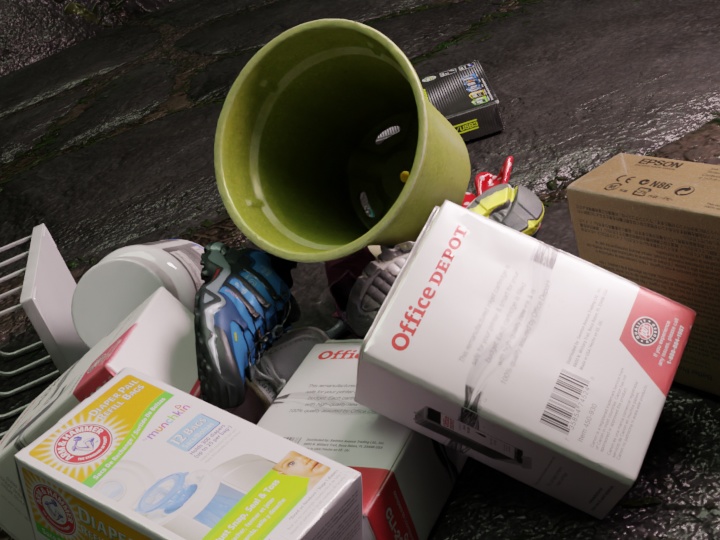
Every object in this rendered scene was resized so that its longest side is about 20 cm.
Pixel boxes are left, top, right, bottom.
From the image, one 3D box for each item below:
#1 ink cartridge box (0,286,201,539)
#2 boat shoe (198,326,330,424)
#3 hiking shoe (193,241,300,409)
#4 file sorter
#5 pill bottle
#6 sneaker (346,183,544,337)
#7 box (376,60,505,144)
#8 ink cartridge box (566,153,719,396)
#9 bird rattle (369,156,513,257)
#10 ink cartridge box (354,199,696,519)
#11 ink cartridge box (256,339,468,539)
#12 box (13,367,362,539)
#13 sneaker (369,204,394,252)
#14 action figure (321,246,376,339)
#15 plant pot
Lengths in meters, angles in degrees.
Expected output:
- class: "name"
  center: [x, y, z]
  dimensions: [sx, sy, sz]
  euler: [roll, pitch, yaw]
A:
- class: "ink cartridge box"
  center: [-0.226, 0.125, 0.965]
  dimensions: [0.200, 0.085, 0.146]
  euler: [-41, 12, 24]
- class: "boat shoe"
  center: [-0.104, 0.121, 0.969]
  dimensions: [0.202, 0.075, 0.065]
  euler: [-32, 6, -8]
- class: "hiking shoe"
  center: [-0.093, 0.037, 0.941]
  dimensions: [0.086, 0.075, 0.200]
  euler: [-1, 36, -4]
- class: "file sorter"
  center: [-0.370, 0.067, 1.211]
  dimensions: [0.124, 0.139, 0.200]
  euler: [-23, 26, -2]
- class: "pill bottle"
  center: [-0.207, 0.029, 1.121]
  dimensions: [0.113, 0.114, 0.200]
  euler: [-16, 2, 8]
- class: "sneaker"
  center: [0.080, 0.009, 0.973]
  dimensions: [0.200, 0.085, 0.075]
  euler: [-31, 53, -13]
- class: "box"
  center: [0.086, -0.213, 1.529]
  dimensions: [0.192, 0.048, 0.200]
  euler: [-15, 26, 5]
- class: "ink cartridge box"
  center: [0.264, 0.007, 0.852]
  dimensions: [0.075, 0.165, 0.200]
  euler: [-32, 29, -28]
- class: "bird rattle"
  center: [0.081, -0.048, 1.206]
  dimensions: [0.200, 0.113, 0.163]
  euler: [23, 60, 37]
- class: "ink cartridge box"
  center: [0.114, 0.061, 0.801]
  dimensions: [0.200, 0.083, 0.147]
  euler: [25, 61, 9]
- class: "ink cartridge box"
  center: [-0.005, 0.143, 0.871]
  dimensions: [0.144, 0.084, 0.200]
  euler: [-3, 32, 31]
- class: "box"
  center: [-0.110, 0.161, 0.731]
  dimensions: [0.200, 0.102, 0.112]
  euler: [20, 40, 28]
- class: "sneaker"
  center: [0.090, -0.026, 1.109]
  dimensions: [0.091, 0.078, 0.200]
  euler: [-25, 54, -34]
- class: "action figure"
  center: [0.000, 0.000, 1.086]
  dimensions: [0.149, 0.134, 0.200]
  euler: [-22, 29, -7]
- class: "plant pot"
  center: [0.004, -0.098, 0.997]
  dimensions: [0.200, 0.201, 0.184]
  euler: [-5, -8, 27]
